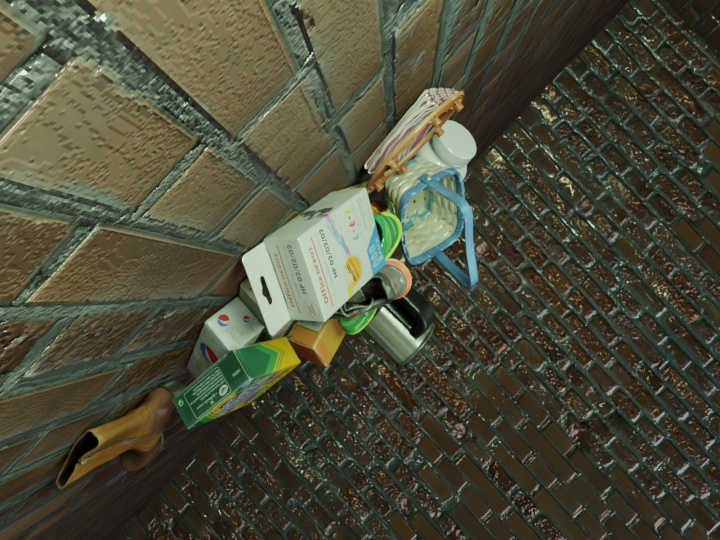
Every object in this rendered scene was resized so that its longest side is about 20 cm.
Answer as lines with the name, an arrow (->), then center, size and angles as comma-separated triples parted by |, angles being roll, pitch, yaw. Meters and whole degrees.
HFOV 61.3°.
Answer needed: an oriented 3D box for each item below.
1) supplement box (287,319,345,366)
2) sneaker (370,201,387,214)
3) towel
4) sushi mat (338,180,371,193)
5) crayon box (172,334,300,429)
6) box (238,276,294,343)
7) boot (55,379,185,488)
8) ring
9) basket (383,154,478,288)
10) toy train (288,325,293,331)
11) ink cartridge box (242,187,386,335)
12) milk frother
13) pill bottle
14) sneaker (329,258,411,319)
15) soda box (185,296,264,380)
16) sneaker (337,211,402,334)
supplement box -> -0.045, 0.058, 1.056 | 0.203, 0.067, 0.067 | -59, 144, -23
sneaker -> 0.011, -0.081, 1.051 | 0.078, 0.072, 0.200 | -57, 174, 33
towel -> 0.086, -0.216, 0.942 | 0.147, 0.030, 0.200 | -47, 176, 26
sushi mat -> -0.026, -0.105, 0.996 | 0.096, 0.012, 0.200 | -47, 176, 24
crayon box -> -0.171, 0.161, 0.911 | 0.125, 0.052, 0.199 | -39, 170, 15
box -> -0.141, 0.056, 0.941 | 0.068, 0.082, 0.200 | -44, 177, -21
boot -> -0.356, 0.267, 0.892 | 0.189, 0.069, 0.200 | -47, 175, 22
ring -> 0.085, -0.186, 0.908 | 0.200, 0.019, 0.200 | -43, 179, -1
basket -> 0.125, -0.082, 1.021 | 0.137, 0.199, 0.180 | -32, 135, -19
toy train -> -0.107, 0.062, 1.122 | 0.200, 0.034, 0.046 | -46, -172, -8
ink cartridge box -> -0.053, -0.014, 0.797 | 0.066, 0.118, 0.200 | -1, -152, 37
milk frother -> 0.025, 0.110, 1.169 | 0.201, 0.188, 0.180 | -48, -176, -15
pill bottle -> 0.130, -0.182, 1.150 | 0.112, 0.112, 0.201 | -41, 174, -41
sneaker -> -0.023, 0.034, 0.900 | 0.196, 0.079, 0.082 | -20, -171, 30
soda box -> -0.215, 0.123, 0.949 | 0.068, 0.064, 0.200 | -41, 175, -36
sneaker -> 0.000, 0.000, 0.970 | 0.083, 0.073, 0.206 | 10, 101, -58
